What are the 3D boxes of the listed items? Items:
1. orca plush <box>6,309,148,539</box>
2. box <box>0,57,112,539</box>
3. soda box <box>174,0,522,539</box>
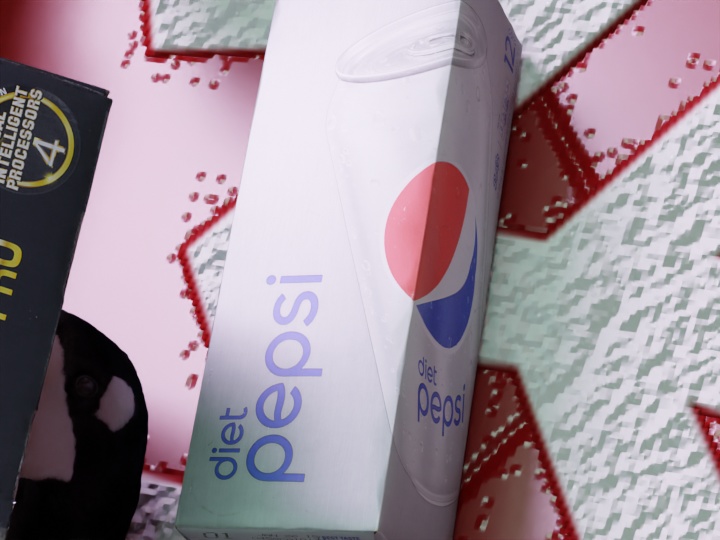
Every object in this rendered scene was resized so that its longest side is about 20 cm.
[{"bbox_3d":[-0.089,0.115,0.854,0.071,0.105,0.201,16,59,-6],"label":"orca plush"},{"bbox_3d":[-0.133,0.049,0.842,0.049,0.200,0.162,16,66,-14],"label":"box"},{"bbox_3d":[0.000,0.000,0.883,0.068,0.063,0.201,0,63,21],"label":"soda box"}]
